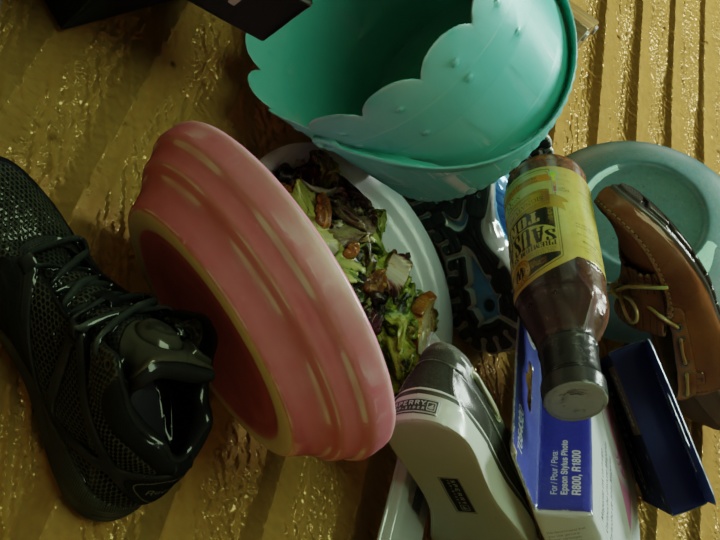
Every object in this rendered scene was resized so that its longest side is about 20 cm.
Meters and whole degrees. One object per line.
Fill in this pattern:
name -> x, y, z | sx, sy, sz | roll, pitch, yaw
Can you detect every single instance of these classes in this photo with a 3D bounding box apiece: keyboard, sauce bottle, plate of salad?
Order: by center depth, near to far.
keyboard -> 0.033, 0.139, 0.693 | 0.056, 0.011, 0.201 | 60, 40, -51
sauce bottle -> 0.133, 0.007, 0.734 | 0.066, 0.066, 0.201 | 34, 36, -28
plate of salad -> 0.000, 0.000, 0.744 | 0.199, 0.048, 0.202 | 23, 54, -36

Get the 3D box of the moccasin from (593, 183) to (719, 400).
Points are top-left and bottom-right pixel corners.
moccasin -> 0.219, 0.020, 0.820 | 0.202, 0.077, 0.074 | 54, 7, -36

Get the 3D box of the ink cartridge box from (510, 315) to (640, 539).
ink cartridge box -> 0.153, 0.133, 0.749 | 0.197, 0.043, 0.201 | -74, 146, -57

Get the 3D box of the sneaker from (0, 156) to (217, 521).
sneaker -> -0.134, 0.018, 0.547 | 0.076, 0.114, 0.201 | -18, 80, -51

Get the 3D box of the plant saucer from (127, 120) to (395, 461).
plant saucer -> -0.061, 0.021, 0.577 | 0.051, 0.200, 0.201 | -34, 94, -21

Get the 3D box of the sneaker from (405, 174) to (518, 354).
sneaker -> 0.095, -0.036, 0.856 | 0.090, 0.078, 0.202 | -3, 79, -57

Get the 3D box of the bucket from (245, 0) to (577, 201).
bucket -> 0.039, -0.154, 0.736 | 0.135, 0.206, 0.209 | 35, 46, -44

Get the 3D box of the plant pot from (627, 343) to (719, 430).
plant pot -> 0.306, 0.064, 0.991 | 0.200, 0.092, 0.202 | 25, 51, -36

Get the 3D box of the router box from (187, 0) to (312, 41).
router box -> -0.118, -0.242, 0.636 | 0.199, 0.051, 0.150 | 20, 55, -40

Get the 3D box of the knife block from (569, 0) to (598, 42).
knife block -> 0.124, -0.248, 0.990 | 0.175, 0.064, 0.200 | 40, 22, 3

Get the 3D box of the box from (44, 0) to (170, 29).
box -> -0.141, -0.254, 0.718 | 0.142, 0.079, 0.200 | 58, 40, -1

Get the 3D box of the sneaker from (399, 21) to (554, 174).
sneaker -> 0.092, -0.154, 0.908 | 0.200, 0.077, 0.085 | 43, 36, -22

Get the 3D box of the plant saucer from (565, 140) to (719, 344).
plant saucer -> 0.232, -0.037, 0.914 | 0.199, 0.039, 0.203 | -1, 61, 2

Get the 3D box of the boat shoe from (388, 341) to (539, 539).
boat shoe -> 0.074, 0.125, 0.685 | 0.201, 0.070, 0.064 | 67, 36, -43

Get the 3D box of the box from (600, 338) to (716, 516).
box -> 0.216, 0.118, 0.830 | 0.200, 0.032, 0.122 | 54, 16, -79
